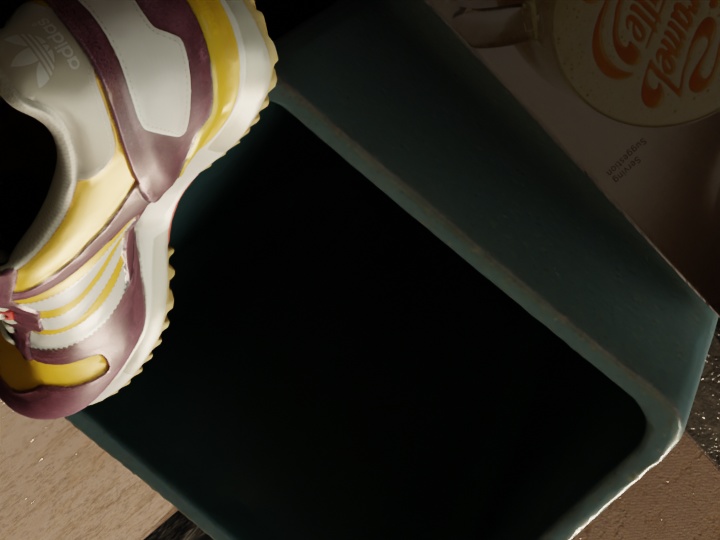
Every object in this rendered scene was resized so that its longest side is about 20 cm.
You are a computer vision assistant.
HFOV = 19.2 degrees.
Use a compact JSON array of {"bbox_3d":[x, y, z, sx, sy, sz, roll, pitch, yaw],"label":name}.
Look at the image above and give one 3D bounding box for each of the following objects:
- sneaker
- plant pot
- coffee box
[{"bbox_3d":[-0.098,-0.015,0.620,0.090,0.075,0.200,-25,155,-37],"label":"sneaker"},{"bbox_3d":[0.029,-0.003,0.840,0.196,0.196,0.200,-51,180,41],"label":"plant pot"},{"bbox_3d":[0.106,-0.083,0.722,0.114,0.200,0.080,-44,171,6],"label":"coffee box"}]
